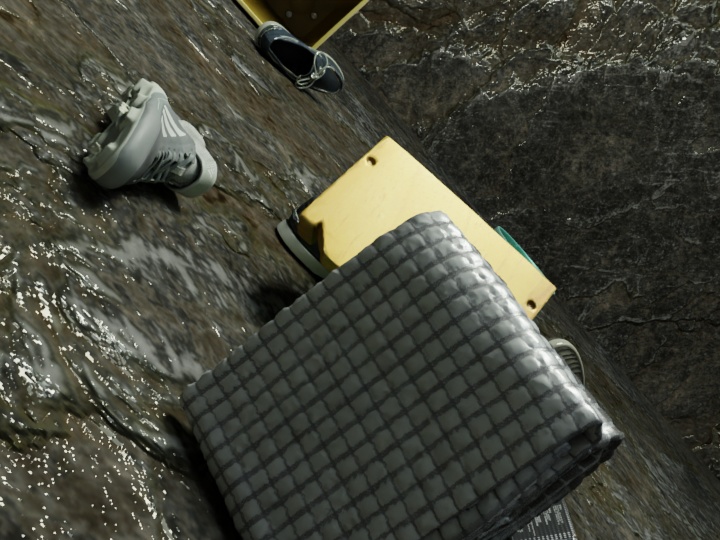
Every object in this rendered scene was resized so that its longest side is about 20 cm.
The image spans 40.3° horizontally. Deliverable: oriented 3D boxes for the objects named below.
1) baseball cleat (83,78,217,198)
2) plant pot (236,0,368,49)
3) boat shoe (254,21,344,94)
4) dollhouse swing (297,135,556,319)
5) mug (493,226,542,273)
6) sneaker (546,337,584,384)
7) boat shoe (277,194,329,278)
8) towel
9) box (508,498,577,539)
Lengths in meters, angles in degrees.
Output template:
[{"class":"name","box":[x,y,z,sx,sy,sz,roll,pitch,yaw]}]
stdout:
[{"class":"baseball cleat","box":[-0.154,-0.093,0.765,0.106,0.070,0.200,44,15,-21]},{"class":"plant pot","box":[-0.115,-0.522,1.878,0.194,0.195,0.200,48,4,-8]},{"class":"boat shoe","box":[-0.096,-0.358,1.698,0.200,0.075,0.062,36,17,-43]},{"class":"dollhouse swing","box":[0.040,0.015,0.894,0.200,0.176,0.182,42,55,4]},{"class":"mug","box":[0.242,0.017,1.678,0.152,0.114,0.185,51,12,7]},{"class":"sneaker","box":[0.165,0.138,1.016,0.075,0.201,0.106,-5,31,-20]},{"class":"boat shoe","box":[0.000,0.000,1.036,0.200,0.060,0.076,41,15,-33]},{"class":"towel","box":[0.018,0.088,0.546,0.166,0.200,0.086,56,10,30]},{"class":"box","box":[0.135,0.217,0.746,0.200,0.044,0.161,-88,168,-72]}]
